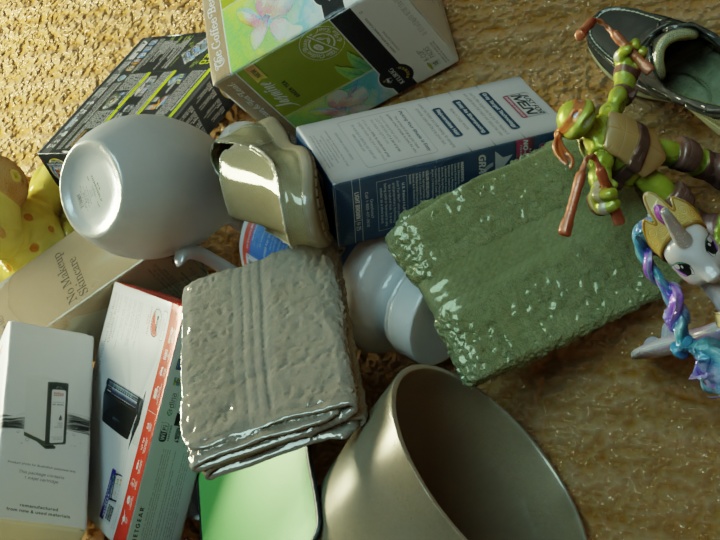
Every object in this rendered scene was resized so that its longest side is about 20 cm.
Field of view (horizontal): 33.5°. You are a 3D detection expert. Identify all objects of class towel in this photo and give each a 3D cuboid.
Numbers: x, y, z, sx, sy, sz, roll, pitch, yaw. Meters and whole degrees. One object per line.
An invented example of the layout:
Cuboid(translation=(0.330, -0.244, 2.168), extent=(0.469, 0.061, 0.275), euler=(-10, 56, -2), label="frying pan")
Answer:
Cuboid(translation=(0.132, -0.013, 0.886), extent=(0.198, 0.037, 0.150), euler=(-27, 77, -9), label="towel")
Cuboid(translation=(-0.066, 0.059, 0.865), extent=(0.131, 0.035, 0.201), euler=(-18, 39, 7), label="towel")

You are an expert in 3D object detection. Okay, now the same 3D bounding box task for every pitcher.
Cuboid(translation=(-0.150, -0.052, 1.044), extent=(0.121, 0.199, 0.173), euler=(-37, 73, 33), label="pitcher")

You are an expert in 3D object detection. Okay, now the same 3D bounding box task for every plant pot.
Cuboid(translation=(0.027, 0.204, 0.841), extent=(0.200, 0.186, 0.188), euler=(-46, 49, 23), label="plant pot")

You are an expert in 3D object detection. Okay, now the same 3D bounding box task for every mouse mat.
Cuboid(translation=(-0.082, 0.152, 0.894), extent=(0.161, 0.007, 0.202), euler=(-49, 35, 34), label="mouse mat")

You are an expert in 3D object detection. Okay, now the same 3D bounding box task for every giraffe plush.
Cuboid(translation=(-0.363, -0.048, 1.223), extent=(0.171, 0.162, 0.202), euler=(-20, 57, 25), label="giraffe plush")

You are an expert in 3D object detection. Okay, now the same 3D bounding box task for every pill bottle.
Cuboid(translation=(0.000, 0.000, 0.987), extent=(0.199, 0.112, 0.113), euler=(28, 84, 39), label="pill bottle")

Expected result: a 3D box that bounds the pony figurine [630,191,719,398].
Cuboid(translation=(0.259, 0.037, 0.764), extent=(0.166, 0.193, 0.201), euler=(-43, 70, 13), label="pony figurine")

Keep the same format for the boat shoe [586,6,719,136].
Cuboid(translation=(0.248, -0.164, 0.928), extent=(0.072, 0.066, 0.201), euler=(-49, 50, 3), label="boat shoe")

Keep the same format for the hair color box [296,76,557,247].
Cuboid(translation=(0.058, -0.089, 0.948), extent=(0.197, 0.061, 0.100), euler=(-15, 37, -13), label="hair color box")

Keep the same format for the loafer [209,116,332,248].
Cuboid(translation=(-0.073, -0.063, 0.927), extent=(0.067, 0.077, 0.200), euler=(-17, 23, -10), label="loafer")

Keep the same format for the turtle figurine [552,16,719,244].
Cuboid(translation=(0.195, -0.075, 0.850), extent=(0.064, 0.160, 0.202), euler=(-43, 26, 50), label="turtle figurine")

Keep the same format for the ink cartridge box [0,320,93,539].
Cuboid(translation=(-0.297, 0.170, 1.057), extent=(0.146, 0.083, 0.202), euler=(-55, 32, 40), label="ink cartridge box")

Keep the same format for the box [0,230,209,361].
Cuboid(translation=(-0.254, 0.017, 1.152), extent=(0.199, 0.078, 0.095), euler=(-35, 51, 2), label="box")

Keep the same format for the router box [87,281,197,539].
Cuboid(translation=(-0.187, 0.122, 1.028), extent=(0.179, 0.048, 0.203), euler=(11, 87, 60), label="router box")

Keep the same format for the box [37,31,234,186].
Cuboid(translation=(-0.209, -0.165, 1.207), extent=(0.159, 0.045, 0.201), euler=(3, 46, 34), label="box")

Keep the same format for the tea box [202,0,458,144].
Cuboid(translation=(-0.037, -0.260, 1.126), extent=(0.195, 0.133, 0.202), euler=(-26, 55, 22), label="tea box")

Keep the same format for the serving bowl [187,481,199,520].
Cuboid(translation=(-0.097, 0.112, 1.010), extent=(0.199, 0.065, 0.203), euler=(-26, 57, 48), label="serving bowl")
